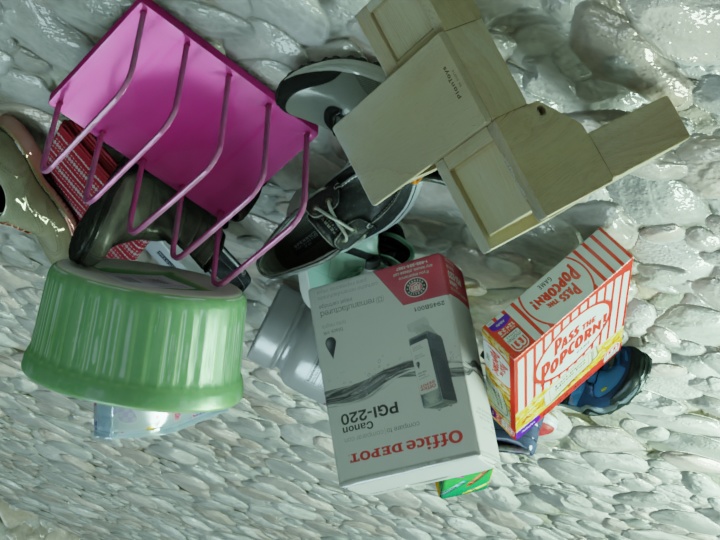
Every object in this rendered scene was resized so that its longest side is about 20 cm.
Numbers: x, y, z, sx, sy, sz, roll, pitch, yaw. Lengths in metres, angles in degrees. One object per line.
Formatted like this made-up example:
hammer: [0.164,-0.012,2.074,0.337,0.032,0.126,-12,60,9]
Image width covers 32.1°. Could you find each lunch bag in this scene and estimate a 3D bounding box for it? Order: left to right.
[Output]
lunch bag: [-0.240,0.092,1.433,0.126,0.171,0.200,6,-171,23]

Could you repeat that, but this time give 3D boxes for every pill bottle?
pill bottle: [-0.023,0.102,1.451,0.199,0.114,0.113,27,154,-4]

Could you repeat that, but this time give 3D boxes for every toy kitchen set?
toy kitchen set: [0.101,-0.129,0.966,0.163,0.180,0.201,-32,85,55]

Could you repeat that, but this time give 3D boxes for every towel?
towel: [-0.279,-0.072,1.321,0.145,0.022,0.200,49,152,-3]

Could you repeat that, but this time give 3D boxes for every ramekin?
ramekin: [-0.196,0.052,1.118,0.198,0.099,0.200,10,-173,-1]

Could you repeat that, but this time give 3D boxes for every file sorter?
file sorter: [-0.155,-0.100,1.073,0.199,0.126,0.139,34,124,-29]

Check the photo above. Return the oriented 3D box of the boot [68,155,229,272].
boot: [-0.185,-0.041,1.164,0.130,0.200,0.068,35,117,-12]

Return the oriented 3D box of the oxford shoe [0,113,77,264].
oxford shoe: [-0.362,-0.068,1.337,0.070,0.074,0.201,20,142,39]

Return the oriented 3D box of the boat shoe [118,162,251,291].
boat shoe: [-0.194,-0.046,1.337,0.200,0.068,0.072,49,155,-10]

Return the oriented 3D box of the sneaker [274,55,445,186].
sneaker: [0.022,-0.117,1.033,0.199,0.080,0.074,17,157,6]

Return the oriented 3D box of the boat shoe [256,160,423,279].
boat shoe: [-0.019,-0.045,1.145,0.072,0.071,0.200,49,126,-2]

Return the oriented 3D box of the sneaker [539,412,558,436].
sneaker: [0.139,0.206,1.554,0.198,0.113,0.071,10,154,17]

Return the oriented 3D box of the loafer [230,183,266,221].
loafer: [-0.172,-0.118,1.177,0.199,0.063,0.072,33,153,-28]

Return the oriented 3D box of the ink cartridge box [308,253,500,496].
ink cartridge box: [0.040,0.102,1.202,0.145,0.202,0.085,-16,163,15]

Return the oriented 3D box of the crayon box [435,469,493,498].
crayon box: [0.091,0.126,1.332,0.058,0.201,0.119,-11,154,-5]

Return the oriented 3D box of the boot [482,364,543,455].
boot: [0.124,0.160,1.500,0.198,0.091,0.073,8,153,22]

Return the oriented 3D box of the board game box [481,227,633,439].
board game box: [0.188,0.066,1.204,0.046,0.151,0.200,45,166,26]

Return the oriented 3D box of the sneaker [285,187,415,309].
sneaker: [0.000,0.000,1.278,0.117,0.074,0.201,16,153,21]

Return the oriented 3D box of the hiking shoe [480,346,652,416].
hiking shoe: [0.222,0.111,1.356,0.086,0.075,0.199,33,151,-29]
